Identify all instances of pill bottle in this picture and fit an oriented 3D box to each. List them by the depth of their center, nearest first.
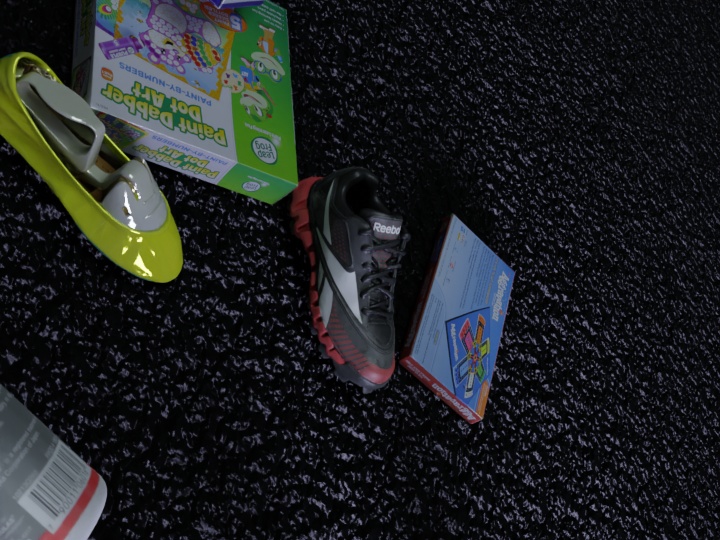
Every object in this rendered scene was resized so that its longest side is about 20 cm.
[{"bbox_3d":[-0.243,0.092,0.515,0.200,0.114,0.114,47,42,-14],"label":"pill bottle"}]

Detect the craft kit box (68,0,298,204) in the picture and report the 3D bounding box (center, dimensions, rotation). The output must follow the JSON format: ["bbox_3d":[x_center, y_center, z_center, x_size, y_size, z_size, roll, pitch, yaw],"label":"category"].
[{"bbox_3d":[-0.146,-0.175,0.829,0.199,0.048,0.199,17,59,-39],"label":"craft kit box"}]

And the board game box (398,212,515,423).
[{"bbox_3d":[0.100,0.043,0.973,0.103,0.019,0.201,41,44,-20],"label":"board game box"}]

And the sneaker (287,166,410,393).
[{"bbox_3d":[0.000,0.000,0.834,0.071,0.098,0.202,5,65,-46],"label":"sneaker"}]

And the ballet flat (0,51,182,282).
[{"bbox_3d":[-0.191,-0.074,0.702,0.200,0.067,0.067,48,41,-14],"label":"ballet flat"}]

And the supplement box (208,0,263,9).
[{"bbox_3d":[-0.152,-0.316,0.799,0.200,0.104,0.101,36,22,2],"label":"supplement box"}]
